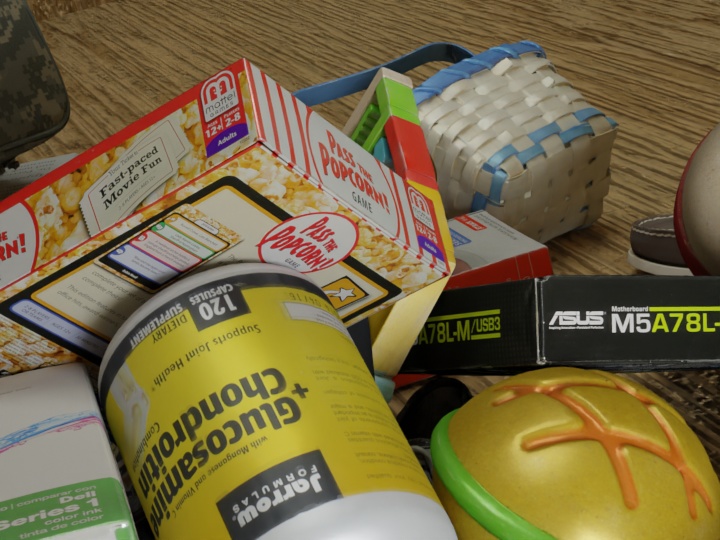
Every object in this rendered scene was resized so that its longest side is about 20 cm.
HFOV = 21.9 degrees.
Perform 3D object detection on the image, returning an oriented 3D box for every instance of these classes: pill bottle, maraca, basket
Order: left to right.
[{"bbox_3d":[-0.027,0.101,0.765,0.112,0.112,0.200,-18,51,-16],"label":"pill bottle"},{"bbox_3d":[0.065,-0.092,1.321,0.176,0.139,0.200,-24,52,-34],"label":"basket"},{"bbox_3d":[0.101,0.095,0.816,0.137,0.107,0.200,32,17,13],"label":"maraca"}]

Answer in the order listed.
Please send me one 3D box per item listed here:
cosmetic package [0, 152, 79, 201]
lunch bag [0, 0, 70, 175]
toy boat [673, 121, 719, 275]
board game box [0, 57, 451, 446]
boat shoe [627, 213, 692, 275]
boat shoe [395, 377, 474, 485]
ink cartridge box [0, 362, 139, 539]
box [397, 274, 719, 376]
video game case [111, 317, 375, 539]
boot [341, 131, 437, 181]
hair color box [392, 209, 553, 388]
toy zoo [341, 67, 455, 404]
[{"bbox_3d":[-0.233,0.047,1.086,0.165,0.165,0.200,-12,18,5],"label":"cosmetic package"},{"bbox_3d":[-0.288,-0.088,1.043,0.168,0.139,0.200,-21,6,40],"label":"lunch bag"},{"bbox_3d":[0.275,-0.020,1.051,0.200,0.131,0.131,7,-25,-1],"label":"toy boat"},{"bbox_3d":[-0.083,0.001,0.837,0.200,0.151,0.046,-27,55,22],"label":"board game box"},{"bbox_3d":[0.258,-0.029,1.162,0.200,0.060,0.072,1,22,36],"label":"boat shoe"},{"bbox_3d":[0.024,0.109,0.881,0.074,0.068,0.199,-5,19,24],"label":"boat shoe"},{"bbox_3d":[-0.128,0.139,0.766,0.084,0.145,0.200,-15,17,-9],"label":"ink cartridge box"},{"bbox_3d":[0.128,0.029,0.928,0.200,0.048,0.193,0,-2,-23],"label":"box"},{"bbox_3d":[-0.075,0.038,0.952,0.181,0.026,0.200,-32,38,22],"label":"video game case"},{"bbox_3d":[-0.050,-0.026,1.248,0.200,0.072,0.155,-23,-9,-8],"label":"boot"},{"bbox_3d":[0.011,0.027,1.152,0.200,0.064,0.111,-18,19,-14],"label":"hair color box"},{"bbox_3d":[0.000,0.000,0.960,0.020,0.131,0.200,20,32,-22],"label":"toy zoo"}]
